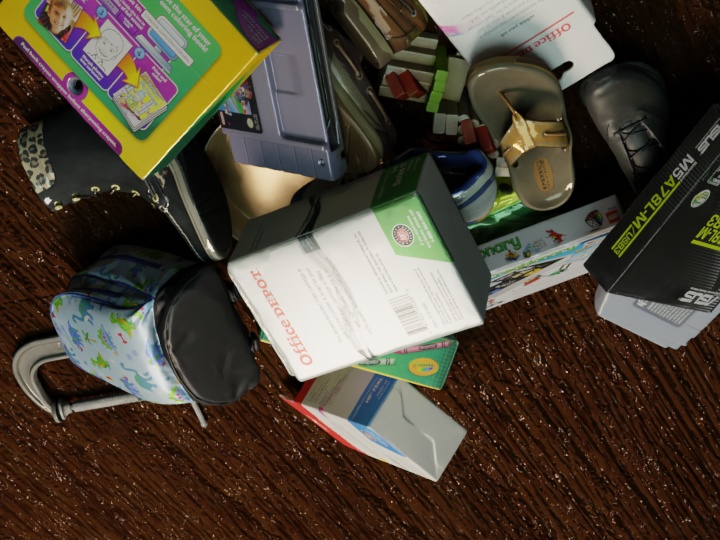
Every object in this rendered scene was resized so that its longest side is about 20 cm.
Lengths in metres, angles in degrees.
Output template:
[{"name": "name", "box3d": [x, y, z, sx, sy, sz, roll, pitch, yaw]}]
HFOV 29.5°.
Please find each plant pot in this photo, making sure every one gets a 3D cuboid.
[{"name": "plant pot", "box3d": [-0.060, -0.096, 1.354, 0.198, 0.028, 0.201, -1, 130, -1]}]

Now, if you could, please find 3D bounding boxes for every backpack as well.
[{"name": "backpack", "box3d": [-0.216, 0.051, 1.380, 0.153, 0.200, 0.164, -34, 130, -20]}]

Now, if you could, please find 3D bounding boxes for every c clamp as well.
[{"name": "c clamp", "box3d": [-0.286, 0.131, 1.543, 0.198, 0.027, 0.172, -6, 130, 4]}]

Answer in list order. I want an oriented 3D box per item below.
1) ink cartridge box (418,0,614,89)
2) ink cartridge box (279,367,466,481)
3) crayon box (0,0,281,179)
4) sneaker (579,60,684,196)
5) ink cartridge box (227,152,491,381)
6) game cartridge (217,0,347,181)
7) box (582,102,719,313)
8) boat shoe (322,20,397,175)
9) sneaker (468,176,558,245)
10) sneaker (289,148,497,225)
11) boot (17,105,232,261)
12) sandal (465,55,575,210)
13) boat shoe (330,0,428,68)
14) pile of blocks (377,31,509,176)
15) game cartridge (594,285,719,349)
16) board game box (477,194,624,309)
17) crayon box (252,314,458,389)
[{"name": "ink cartridge box", "box3d": [0.127, -0.245, 1.202, 0.117, 0.068, 0.200, -29, 125, 23]}, {"name": "ink cartridge box", "box3d": [0.009, 0.156, 1.500, 0.116, 0.199, 0.068, 40, 74, -29]}, {"name": "crayon box", "box3d": [-0.196, -0.211, 1.185, 0.200, 0.058, 0.172, 47, 119, -2]}, {"name": "sneaker", "box3d": [0.268, -0.118, 1.276, 0.075, 0.091, 0.200, -26, 138, 22]}, {"name": "ink cartridge box", "box3d": [0.000, 0.000, 1.250, 0.198, 0.083, 0.147, -18, 117, 22]}, {"name": "game cartridge", "box3d": [-0.083, -0.181, 1.218, 0.129, 0.038, 0.202, 10, 125, 33]}, {"name": "box", "box3d": [0.329, -0.051, 1.281, 0.199, 0.048, 0.194, 11, 121, -48]}, {"name": "boat shoe", "box3d": [-0.031, -0.186, 1.248, 0.072, 0.072, 0.201, -25, 103, 48]}, {"name": "sneaker", "box3d": [0.107, -0.042, 1.369, 0.198, 0.074, 0.084, -18, 124, 14]}, {"name": "sneaker", "box3d": [0.029, -0.083, 1.285, 0.198, 0.076, 0.088, -9, 156, -1]}, {"name": "boot", "box3d": [-0.225, -0.083, 1.313, 0.153, 0.074, 0.205, -22, 103, 21]}, {"name": "sandal", "box3d": [0.154, -0.116, 1.238, 0.080, 0.054, 0.201, -16, 136, 11]}, {"name": "boat shoe", "box3d": [-0.015, -0.275, 1.186, 0.068, 0.072, 0.200, -39, 117, -4]}, {"name": "pile of blocks", "box3d": [0.102, -0.153, 1.284, 0.199, 0.062, 0.082, 29, 124, -23]}, {"name": "game cartridge", "box3d": [0.341, -0.009, 1.424, 0.132, 0.042, 0.200, 27, 125, -16]}, {"name": "board game box", "box3d": [0.166, -0.008, 1.362, 0.198, 0.035, 0.126, -20, 162, 3]}, {"name": "crayon box", "box3d": [-0.010, 0.055, 1.414, 0.198, 0.119, 0.059, 16, 102, -14]}]
